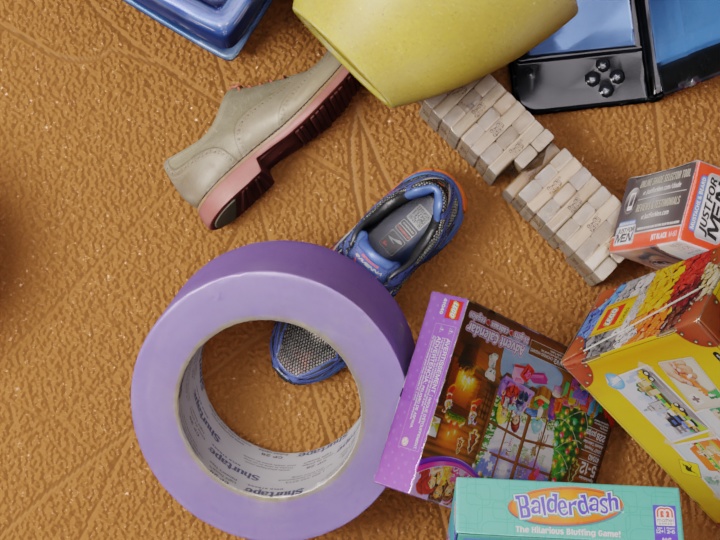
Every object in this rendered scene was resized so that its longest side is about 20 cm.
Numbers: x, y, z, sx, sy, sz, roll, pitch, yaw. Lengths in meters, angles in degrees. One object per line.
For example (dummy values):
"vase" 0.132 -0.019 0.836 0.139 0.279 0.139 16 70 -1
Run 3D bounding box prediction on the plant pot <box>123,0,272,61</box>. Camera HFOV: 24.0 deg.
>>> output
"plant pot" -0.126 -0.280 1.250 0.199 0.180 0.201 31 83 3

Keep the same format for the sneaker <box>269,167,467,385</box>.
"sneaker" 0.000 0.000 1.264 0.075 0.078 0.201 38 90 6

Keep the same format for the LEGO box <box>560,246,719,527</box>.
"LEGO box" 0.264 0.091 1.189 0.200 0.149 0.077 45 57 -14

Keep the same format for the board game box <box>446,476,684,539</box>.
"board game box" 0.133 0.214 1.183 0.150 0.201 0.045 3 54 -1

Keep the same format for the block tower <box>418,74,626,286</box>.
"block tower" 0.127 -0.079 1.290 0.054 0.058 0.200 -44 87 -6

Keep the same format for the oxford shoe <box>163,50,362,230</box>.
"oxford shoe" -0.066 -0.125 1.288 0.200 0.070 0.075 -44 79 -7

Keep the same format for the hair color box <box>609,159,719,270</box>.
"hair color box" 0.296 -0.014 1.229 0.198 0.111 0.065 20 81 -15

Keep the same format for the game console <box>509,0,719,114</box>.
"game console" 0.193 -0.234 1.278 0.170 0.119 0.203 -6 82 -2

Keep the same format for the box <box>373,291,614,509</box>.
"box" 0.105 0.111 1.209 0.039 0.199 0.138 11 81 45

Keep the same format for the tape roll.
"tape roll" -0.059 0.085 1.215 0.197 0.085 0.202 2 106 6

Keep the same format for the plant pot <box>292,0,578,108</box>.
"plant pot" 0.036 -0.201 1.203 0.200 0.200 0.142 44 91 5
